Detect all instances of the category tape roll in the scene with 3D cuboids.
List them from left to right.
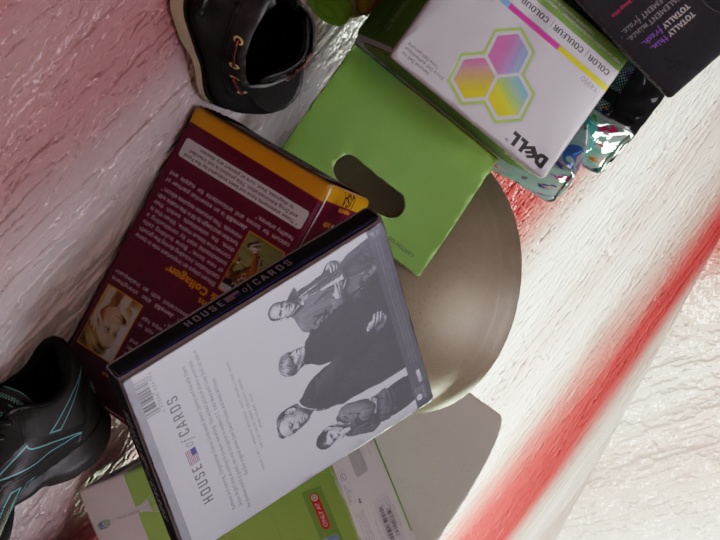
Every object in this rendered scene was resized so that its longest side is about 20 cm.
[{"bbox_3d":[0.007,0.163,1.895,0.203,0.139,0.203,-54,-176,6],"label":"tape roll"}]

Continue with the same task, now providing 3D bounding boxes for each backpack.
[{"bbox_3d":[0.117,-0.153,1.673,0.151,0.200,0.178,-52,179,-10],"label":"backpack"}]

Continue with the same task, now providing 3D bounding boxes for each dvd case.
[{"bbox_3d":[-0.053,0.071,1.429,0.199,0.025,0.151,-31,127,-20],"label":"dvd case"}]

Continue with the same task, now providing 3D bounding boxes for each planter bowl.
[{"bbox_3d":[0.000,0.000,1.648,0.134,0.200,0.201,7,115,-44],"label":"planter bowl"}]

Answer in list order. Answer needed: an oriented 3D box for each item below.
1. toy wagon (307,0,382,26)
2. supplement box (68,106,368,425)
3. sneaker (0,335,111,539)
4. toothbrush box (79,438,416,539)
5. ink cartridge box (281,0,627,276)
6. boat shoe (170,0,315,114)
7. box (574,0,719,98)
[{"bbox_3d":[0.021,-0.234,1.528,0.156,0.039,0.200,-53,162,-21],"label":"toy wagon"},{"bbox_3d":[-0.096,0.011,1.473,0.201,0.110,0.086,-61,162,5],"label":"supplement box"},{"bbox_3d":[-0.229,0.118,1.368,0.200,0.075,0.080,-49,143,-42],"label":"sneaker"},{"bbox_3d":[-0.077,0.182,1.602,0.199,0.147,0.086,-23,-178,24],"label":"toothbrush box"},{"bbox_3d":[0.060,-0.107,1.520,0.201,0.147,0.076,-55,-155,-2],"label":"ink cartridge box"},{"bbox_3d":[-0.064,-0.138,1.406,0.074,0.063,0.201,-59,165,-10],"label":"boat shoe"},{"bbox_3d":[0.179,-0.236,1.502,0.122,0.200,0.106,-40,-160,16],"label":"box"}]
